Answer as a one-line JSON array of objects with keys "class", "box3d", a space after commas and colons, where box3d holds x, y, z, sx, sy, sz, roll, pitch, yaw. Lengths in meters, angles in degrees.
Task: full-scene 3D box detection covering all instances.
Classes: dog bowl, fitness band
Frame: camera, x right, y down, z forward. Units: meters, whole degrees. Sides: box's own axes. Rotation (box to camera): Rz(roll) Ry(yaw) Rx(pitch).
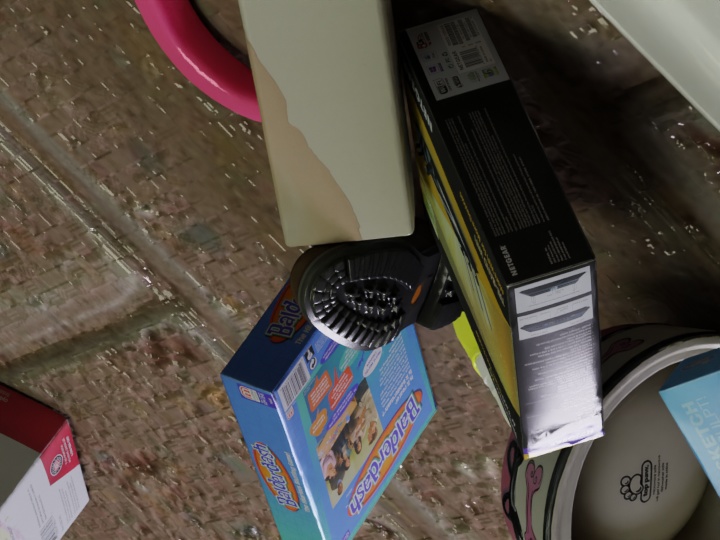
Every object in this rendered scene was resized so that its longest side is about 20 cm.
[{"class": "dog bowl", "box3d": [0.170, 0.122, 1.324, 0.074, 0.200, 0.201, 28, 155, 51]}, {"class": "fitness band", "box3d": [-0.081, -0.170, 1.306, 0.143, 0.037, 0.201, 13, 142, 33]}]

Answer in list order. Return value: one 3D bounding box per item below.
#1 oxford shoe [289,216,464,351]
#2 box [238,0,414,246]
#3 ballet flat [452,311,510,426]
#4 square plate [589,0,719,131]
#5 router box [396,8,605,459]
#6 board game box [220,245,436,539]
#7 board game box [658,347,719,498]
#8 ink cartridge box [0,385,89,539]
[{"class": "oxford shoe", "box3d": [0.000, 0.000, 1.339, 0.084, 0.073, 0.200, 30, -167, 22]}, {"class": "box", "box3d": [-0.018, -0.118, 1.221, 0.077, 0.095, 0.201, -6, 132, 4]}, {"class": "ballet flat", "box3d": [0.132, 0.085, 1.421, 0.199, 0.067, 0.067, 34, 151, 3]}, {"class": "square plate", "box3d": [0.188, -0.159, 1.065, 0.198, 0.028, 0.200, 44, 149, -13]}, {"class": "router box", "box3d": [0.079, -0.021, 1.223, 0.158, 0.052, 0.201, 79, 173, -50]}, {"class": "board game box", "box3d": [-0.017, 0.083, 1.482, 0.045, 0.152, 0.201, 17, 145, 28]}, {"class": "board game box", "box3d": [0.278, 0.120, 1.205, 0.153, 0.040, 0.201, -24, 101, 40]}, {"class": "ink cartridge box", "box3d": [-0.364, 0.217, 1.960, 0.144, 0.200, 0.146, 24, 148, 18]}]
